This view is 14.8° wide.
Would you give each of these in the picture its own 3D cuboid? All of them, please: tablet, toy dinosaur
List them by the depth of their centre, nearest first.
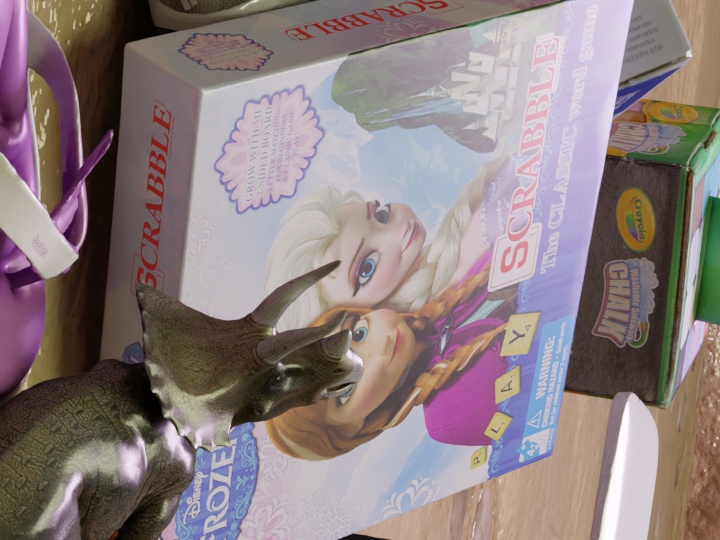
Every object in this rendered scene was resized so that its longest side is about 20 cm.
[{"bbox_3d":[-0.093,0.068,0.815,0.200,0.077,0.102,-32,144,-30],"label":"toy dinosaur"},{"bbox_3d":[0.104,0.158,1.186,0.130,0.014,0.200,45,53,-74],"label":"tablet"}]

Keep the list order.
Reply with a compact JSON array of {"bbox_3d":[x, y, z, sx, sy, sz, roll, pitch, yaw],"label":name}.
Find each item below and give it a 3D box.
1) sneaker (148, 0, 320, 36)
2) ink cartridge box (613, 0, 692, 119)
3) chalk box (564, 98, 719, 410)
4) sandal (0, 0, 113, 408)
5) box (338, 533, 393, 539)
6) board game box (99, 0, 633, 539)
[{"bbox_3d":[-0.024,-0.109,0.992,0.200,0.076,0.116,-44,145,-55],"label":"sneaker"},{"bbox_3d":[0.052,-0.147,1.113,0.196,0.043,0.200,137,-70,-76],"label":"ink cartridge box"},{"bbox_3d":[0.113,-0.015,1.352,0.124,0.200,0.125,-47,144,-68],"label":"chalk box"},{"bbox_3d":[-0.095,-0.038,0.759,0.083,0.050,0.203,-63,160,-49],"label":"sandal"},{"bbox_3d":[0.008,0.219,1.170,0.107,0.148,0.200,60,40,-70],"label":"box"},{"bbox_3d":[0.000,0.000,0.965,0.199,0.041,0.200,-18,127,-38],"label":"board game box"}]
